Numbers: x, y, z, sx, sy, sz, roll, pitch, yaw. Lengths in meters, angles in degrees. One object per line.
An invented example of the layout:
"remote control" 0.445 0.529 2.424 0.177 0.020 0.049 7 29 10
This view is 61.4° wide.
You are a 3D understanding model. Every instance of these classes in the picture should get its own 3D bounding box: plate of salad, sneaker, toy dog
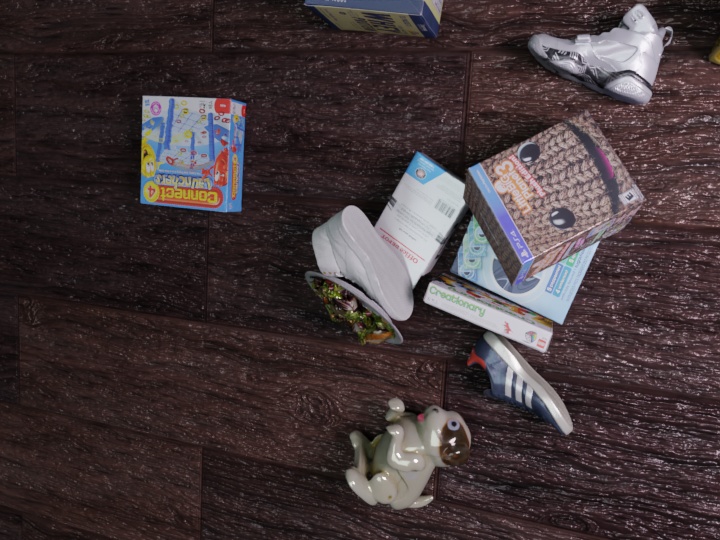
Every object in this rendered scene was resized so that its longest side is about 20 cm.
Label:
"plate of salad" -0.017 0.071 1.003 0.197 0.201 0.049 32 75 13
"sneaker" 0.353 -0.335 0.892 0.196 0.075 0.118 26 103 9
"sneaker" 0.253 0.196 0.986 0.085 0.075 0.201 -46 71 16
"toy dog" 0.095 0.310 1.019 0.199 0.140 0.195 -39 96 18
"sneaker" 0.000 0.000 0.990 0.114 0.074 0.203 -21 105 47

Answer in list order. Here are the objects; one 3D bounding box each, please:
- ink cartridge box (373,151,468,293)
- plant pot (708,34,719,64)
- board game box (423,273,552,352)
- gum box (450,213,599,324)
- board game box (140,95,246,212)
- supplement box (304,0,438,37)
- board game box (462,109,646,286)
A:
"ink cartridge box" 0.095 -0.076 1.009 0.115 0.068 0.203 35 106 13
"plant pot" 0.595 -0.360 0.753 0.190 0.195 0.205 24 94 14
"board game box" 0.204 0.062 0.957 0.195 0.126 0.036 22 103 14
"gum box" 0.265 -0.038 0.968 0.195 0.044 0.174 25 102 14
"board game box" -0.317 -0.219 1.140 0.194 0.056 0.203 6 98 18
"supplement box" 0.035 -0.494 0.949 0.194 0.134 0.207 11 99 17
"board game box" 0.272 -0.104 0.877 0.196 0.097 0.163 -26 71 -3
